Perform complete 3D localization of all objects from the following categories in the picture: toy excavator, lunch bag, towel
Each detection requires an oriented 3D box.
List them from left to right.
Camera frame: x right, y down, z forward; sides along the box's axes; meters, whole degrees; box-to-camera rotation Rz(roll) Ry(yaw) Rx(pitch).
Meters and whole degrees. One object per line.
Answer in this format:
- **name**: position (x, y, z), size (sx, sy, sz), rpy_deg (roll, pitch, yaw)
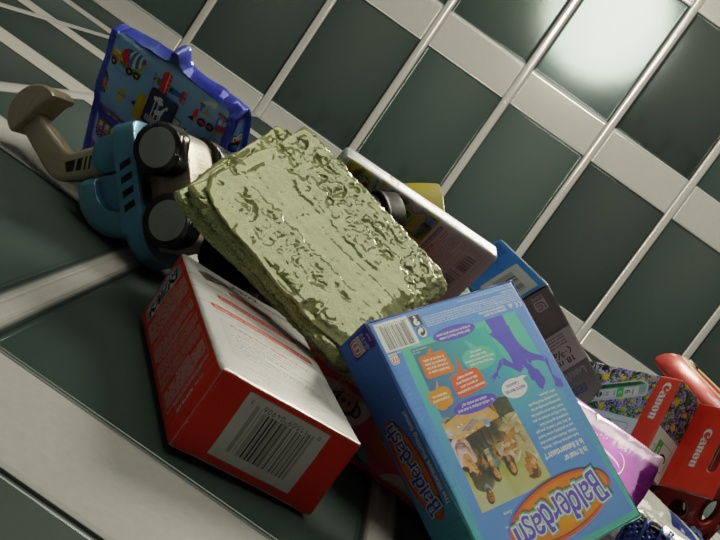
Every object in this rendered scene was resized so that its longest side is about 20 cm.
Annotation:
- **toy excavator**: position (-0.229, -0.090, 0.953), size (0.100, 0.199, 0.196), rpy_deg (12, 69, -71)
- **lunch bag**: position (-0.187, -0.146, 1.033), size (0.150, 0.200, 0.094), rpy_deg (36, 51, 8)
- **towel**: position (-0.035, -0.022, 0.812), size (0.200, 0.037, 0.148), rpy_deg (45, 48, 8)
- **lunch bag**: position (0.036, 0.124, 0.867), size (0.200, 0.082, 0.176), rpy_deg (38, 5, 9)

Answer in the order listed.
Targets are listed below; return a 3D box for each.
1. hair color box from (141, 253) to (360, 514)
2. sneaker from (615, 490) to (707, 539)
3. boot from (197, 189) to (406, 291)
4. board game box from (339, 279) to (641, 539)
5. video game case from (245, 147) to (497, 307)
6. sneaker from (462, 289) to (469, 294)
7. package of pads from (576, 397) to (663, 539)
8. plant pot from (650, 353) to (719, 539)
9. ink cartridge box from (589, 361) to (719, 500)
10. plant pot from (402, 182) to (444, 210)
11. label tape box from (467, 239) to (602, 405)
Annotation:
- **hair color box**: position (-0.083, 0.071, 0.718), size (0.111, 0.064, 0.200), rpy_deg (33, 10, -25)
- **sneaker**: position (0.296, 0.272, 1.043), size (0.199, 0.081, 0.115), rpy_deg (36, 6, -9)
- **boot**: position (-0.065, 0.007, 0.923), size (0.167, 0.201, 0.077), rpy_deg (3, 36, -24)
- **board game box**: position (0.093, 0.116, 0.742), size (0.152, 0.045, 0.201), rpy_deg (-13, 68, -37)
- **video game case**: position (0.000, 0.000, 1.006), size (0.182, 0.200, 0.023), rpy_deg (32, 32, -20)
- **sneaker**: position (0.122, 0.038, 1.294), size (0.074, 0.118, 0.200), rpy_deg (40, -16, -4)
- **package of pads**: position (0.171, 0.171, 0.980), size (0.200, 0.076, 0.121), rpy_deg (36, 52, 11)
- **plant pot**: position (0.371, 0.217, 1.231), size (0.200, 0.182, 0.201), rpy_deg (43, 12, -12)
- **ink cartridge box**: position (0.308, 0.169, 1.126), size (0.050, 0.109, 0.200), rpy_deg (45, -21, -31)
- **plant pot**: position (0.007, -0.014, 1.227), size (0.141, 0.201, 0.200), rpy_deg (8, 13, -7)
- **label tape box**: position (0.189, 0.082, 1.094), size (0.200, 0.063, 0.144), rpy_deg (58, 1, -23)
